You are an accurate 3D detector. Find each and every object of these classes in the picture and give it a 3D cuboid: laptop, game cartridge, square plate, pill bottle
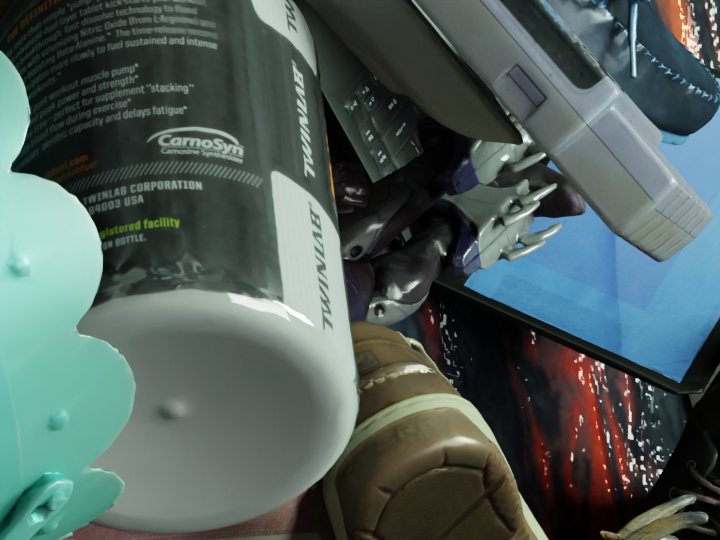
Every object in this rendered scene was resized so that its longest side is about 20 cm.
[{"bbox_3d":[0.086,-0.077,1.137,0.177,0.103,0.200,-54,125,-40],"label":"laptop"},{"bbox_3d":[0.037,-0.090,0.924,0.200,0.038,0.130,50,3,10],"label":"game cartridge"},{"bbox_3d":[-0.038,-0.139,0.969,0.028,0.200,0.198,-41,121,6],"label":"square plate"},{"bbox_3d":[-0.061,-0.028,0.865,0.106,0.106,0.200,41,29,-38],"label":"pill bottle"}]

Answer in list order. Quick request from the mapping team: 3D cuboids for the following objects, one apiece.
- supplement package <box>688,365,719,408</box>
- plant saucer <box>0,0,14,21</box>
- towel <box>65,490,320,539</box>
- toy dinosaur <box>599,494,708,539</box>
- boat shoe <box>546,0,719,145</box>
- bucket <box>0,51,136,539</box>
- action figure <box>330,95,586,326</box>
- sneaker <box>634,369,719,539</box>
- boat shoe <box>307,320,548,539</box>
[{"bbox_3d":[0.255,0.039,1.244,0.117,0.200,0.117,-30,108,-47],"label":"supplement package"},{"bbox_3d":[-0.098,-0.006,0.962,0.200,0.035,0.201,9,79,-49],"label":"plant saucer"},{"bbox_3d":[-0.072,0.141,0.925,0.144,0.023,0.200,3,107,-47],"label":"towel"},{"bbox_3d":[0.137,0.135,1.070,0.200,0.086,0.136,-19,87,-44],"label":"toy dinosaur"},{"bbox_3d":[0.073,-0.119,1.071,0.200,0.069,0.084,34,17,-32],"label":"boat shoe"},{"bbox_3d":[-0.172,0.015,0.744,0.135,0.207,0.207,-28,107,-32],"label":"bucket"},{"bbox_3d":[0.000,0.000,0.987,0.200,0.069,0.130,-39,133,-34],"label":"action figure"},{"bbox_3d":[0.147,0.099,1.131,0.075,0.200,0.106,32,56,9],"label":"sneaker"},{"bbox_3d":[0.022,0.087,0.923,0.075,0.075,0.202,-24,143,-12],"label":"boat shoe"}]
